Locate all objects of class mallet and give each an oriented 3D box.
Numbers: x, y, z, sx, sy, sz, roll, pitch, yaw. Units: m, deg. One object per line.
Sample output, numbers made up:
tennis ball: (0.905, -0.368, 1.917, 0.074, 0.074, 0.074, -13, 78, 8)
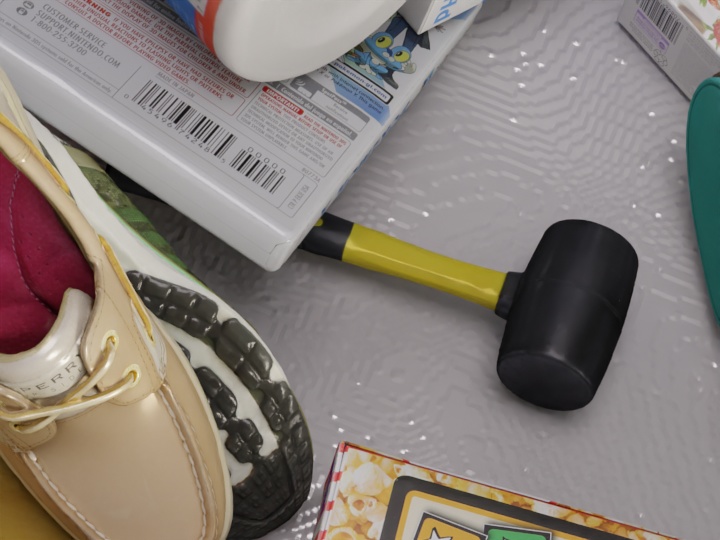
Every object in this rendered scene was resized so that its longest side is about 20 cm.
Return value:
mallet: (0.000, 0.000, 1.068, 0.199, 0.041, 0.066, 12, 59, 1)

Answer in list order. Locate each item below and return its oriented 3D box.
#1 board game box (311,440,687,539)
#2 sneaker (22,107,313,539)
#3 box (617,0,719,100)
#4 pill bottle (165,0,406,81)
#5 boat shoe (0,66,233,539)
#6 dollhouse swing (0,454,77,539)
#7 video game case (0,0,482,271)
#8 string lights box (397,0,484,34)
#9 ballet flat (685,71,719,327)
board game box: (0.068, 0.158, 0.991, 0.199, 0.046, 0.152, 17, 62, -1)
sneaker: (-0.085, 0.006, 1.023, 0.077, 0.089, 0.200, -37, 101, 13)
box: (0.178, -0.045, 1.114, 0.039, 0.041, 0.200, -34, 72, -22)
pill bottle: (-0.063, -0.172, 1.041, 0.112, 0.112, 0.200, -32, 69, -22)
boat shoe: (-0.105, 0.020, 0.943, 0.074, 0.069, 0.201, -30, 102, 4)
dollhouse swing: (-0.210, 0.073, 0.996, 0.181, 0.176, 0.201, -31, 66, 23)
video game case: (-0.073, -0.106, 1.072, 0.200, 0.022, 0.182, 33, 41, 3)
string lights box: (0.072, -0.180, 1.135, 0.200, 0.059, 0.103, -29, 69, -31)
ballet flat: (0.167, 0.021, 1.069, 0.074, 0.074, 0.201, -3, 71, -11)
